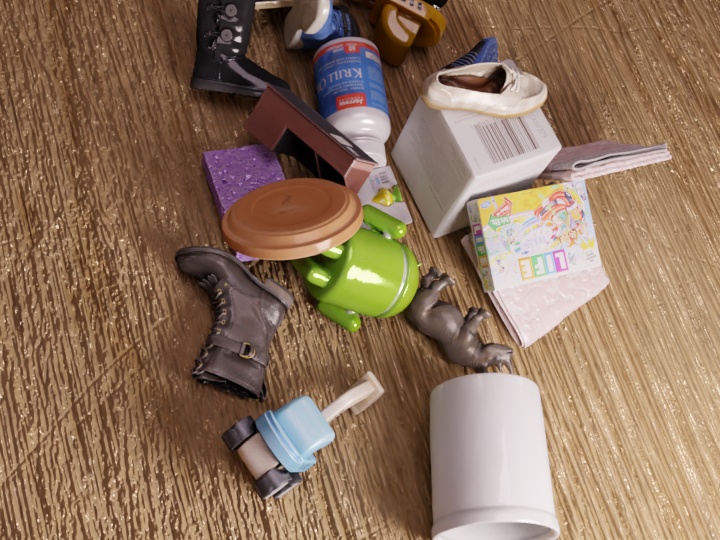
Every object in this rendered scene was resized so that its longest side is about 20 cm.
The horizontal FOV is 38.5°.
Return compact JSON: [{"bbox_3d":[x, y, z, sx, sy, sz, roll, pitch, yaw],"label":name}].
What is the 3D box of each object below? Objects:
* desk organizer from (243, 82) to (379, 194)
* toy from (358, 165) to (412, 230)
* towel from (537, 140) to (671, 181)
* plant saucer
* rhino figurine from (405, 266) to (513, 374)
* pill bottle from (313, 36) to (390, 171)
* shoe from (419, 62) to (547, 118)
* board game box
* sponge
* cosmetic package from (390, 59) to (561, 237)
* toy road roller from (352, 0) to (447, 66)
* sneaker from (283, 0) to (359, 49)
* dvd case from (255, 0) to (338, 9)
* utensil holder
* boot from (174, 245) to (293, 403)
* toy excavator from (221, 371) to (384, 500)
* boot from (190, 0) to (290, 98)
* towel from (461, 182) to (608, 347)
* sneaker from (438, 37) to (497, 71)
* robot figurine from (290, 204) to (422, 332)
[{"bbox_3d":[-0.076,-0.187,1.536,0.200,0.078,0.071,42,17,23],"label":"desk organizer"},{"bbox_3d":[-0.031,-0.080,1.558,0.197,0.047,0.116,-18,56,-4],"label":"toy"},{"bbox_3d":[0.365,-0.179,1.662,0.197,0.190,0.033,-13,102,-22],"label":"towel"},{"bbox_3d":[-0.095,-0.079,1.427,0.197,0.033,0.201,-5,31,3],"label":"plant saucer"},{"bbox_3d":[0.151,0.090,1.528,0.200,0.060,0.088,43,81,6],"label":"rhino figurine"},{"bbox_3d":[-0.011,-0.252,1.616,0.110,0.112,0.203,-1,66,-17],"label":"pill bottle"},{"bbox_3d":[0.184,-0.261,1.481,0.197,0.053,0.071,-3,67,-18],"label":"shoe"},{"bbox_3d":[0.262,-0.054,1.548,0.197,0.034,0.137,-12,90,-25],"label":"board game box"},{"bbox_3d":[-0.158,-0.105,1.525,0.110,0.030,0.202,-9,55,-20],"label":"sponge"},{"bbox_3d":[0.172,-0.184,1.587,0.163,0.200,0.167,-19,73,-24],"label":"cosmetic package"},{"bbox_3d":[0.049,-0.439,1.724,0.198,0.123,0.148,26,72,-3],"label":"toy road roller"},{"bbox_3d":[-0.048,-0.397,1.631,0.109,0.200,0.078,-3,85,-17],"label":"sneaker"},{"bbox_3d":[-0.151,-0.468,1.699,0.197,0.016,0.149,-10,40,-19],"label":"dvd case"},{"bbox_3d":[0.174,0.262,1.396,0.167,0.170,0.203,6,60,-13],"label":"utensil holder"},{"bbox_3d":[-0.194,0.074,1.432,0.198,0.069,0.176,26,60,-5],"label":"boot"},{"bbox_3d":[-0.062,0.207,1.379,0.199,0.194,0.100,-36,77,1],"label":"toy excavator"},{"bbox_3d":[-0.174,-0.373,1.596,0.162,0.066,0.204,6,97,-13],"label":"boot"},{"bbox_3d":[0.275,-0.012,1.596,0.199,0.032,0.193,-32,95,-25],"label":"towel"},{"bbox_3d":[0.174,-0.334,1.737,0.077,0.071,0.201,7,40,23],"label":"sneaker"},{"bbox_3d":[0.000,0.000,1.469,0.198,0.116,0.178,18,103,-34],"label":"robot figurine"}]
